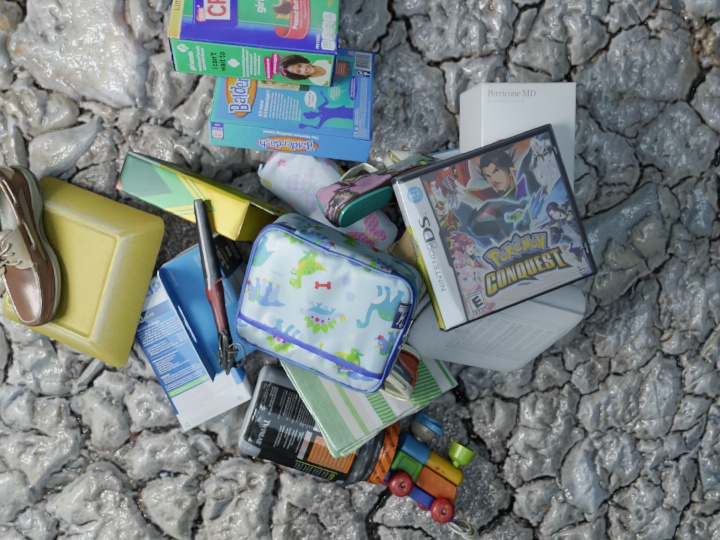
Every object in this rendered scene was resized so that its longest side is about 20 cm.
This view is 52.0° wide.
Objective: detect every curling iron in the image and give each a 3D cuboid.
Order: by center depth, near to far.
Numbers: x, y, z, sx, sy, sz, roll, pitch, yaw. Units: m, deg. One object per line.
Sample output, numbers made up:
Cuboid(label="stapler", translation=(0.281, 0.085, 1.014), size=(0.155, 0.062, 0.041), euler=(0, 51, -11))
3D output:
Cuboid(label="curling iron", translation=(-0.161, 0.017, 0.836), size=(0.025, 0.049, 0.203), euler=(-9, 84, -31))

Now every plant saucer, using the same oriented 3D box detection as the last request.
Cuboid(label="plant saucer", translation=(-0.367, 0.000, 0.939), size=(0.198, 0.048, 0.203), euler=(20, 96, 16))

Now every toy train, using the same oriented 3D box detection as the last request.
Cuboid(label="toy train", translation=(0.128, 0.297, 1.045), size=(0.199, 0.085, 0.117), euler=(34, 80, -8))

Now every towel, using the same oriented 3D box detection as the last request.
Cuboid(label="towel", translation=(0.013, 0.135, 0.970), size=(0.198, 0.023, 0.154), euler=(-24, 71, -26))

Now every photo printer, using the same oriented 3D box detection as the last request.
Cuboid(label="photo printer", translation=(0.165, 0.058, 0.951), size=(0.198, 0.070, 0.167), euler=(13, 137, -29))

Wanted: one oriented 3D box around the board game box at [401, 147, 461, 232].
Cuboid(label="board game box", translation=(0.135, -0.066, 1.012), size=(0.151, 0.040, 0.203), euler=(-11, 98, -3))

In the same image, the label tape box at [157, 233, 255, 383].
Cuboid(label="label tape box", translation=(-0.174, 0.036, 0.917), size=(0.065, 0.200, 0.145), euler=(-25, 99, 2))

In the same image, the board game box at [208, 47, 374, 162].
Cuboid(label="board game box", translation=(-0.083, -0.219, 0.931), size=(0.197, 0.045, 0.154), euler=(6, 60, -6))

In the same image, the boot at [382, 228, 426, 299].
Cuboid(label="boot", translation=(0.000, 0.000, 0.908), size=(0.153, 0.073, 0.201), euler=(11, 138, -12))

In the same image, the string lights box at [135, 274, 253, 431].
Cuboid(label="string lights box", translation=(-0.233, 0.099, 0.992), size=(0.102, 0.059, 0.202), euler=(-25, 99, -1))

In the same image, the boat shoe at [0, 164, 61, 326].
Cuboid(label="boat shoe", translation=(-0.422, -0.029, 0.892), size=(0.075, 0.072, 0.203), euler=(-17, 86, 16))

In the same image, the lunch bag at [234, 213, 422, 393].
Cuboid(label="lunch bag", translation=(-0.038, 0.041, 0.845), size=(0.198, 0.083, 0.162), euler=(24, 110, 5))

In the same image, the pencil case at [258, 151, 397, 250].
Cuboid(label="pencil case", translation=(-0.041, -0.087, 0.974), size=(0.091, 0.083, 0.200), euler=(-40, 100, 22))

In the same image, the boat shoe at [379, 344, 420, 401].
Cuboid(label="boat shoe", translation=(-0.019, 0.106, 0.926), size=(0.198, 0.071, 0.063), euler=(21, 60, -9))

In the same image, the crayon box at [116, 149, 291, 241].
Cuboid(label="crayon box", translation=(-0.182, -0.083, 0.912), size=(0.198, 0.127, 0.051), euler=(23, 95, 11))

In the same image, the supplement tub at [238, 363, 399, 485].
Cuboid(label="supplement tub", translation=(-0.055, 0.211, 0.991), size=(0.198, 0.123, 0.124), euler=(20, 95, -7))

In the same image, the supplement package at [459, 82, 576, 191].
Cuboid(label="supplement package", translation=(0.193, -0.127, 0.928), size=(0.119, 0.120, 0.203), euler=(-2, 97, -5))

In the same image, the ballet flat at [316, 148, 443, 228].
Cuboid(label="ballet flat", translation=(0.031, -0.114, 0.931), size=(0.198, 0.070, 0.071), euler=(-23, 59, -27))

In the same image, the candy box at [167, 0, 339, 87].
Cuboid(label="candy box", translation=(-0.125, -0.322, 0.905), size=(0.197, 0.077, 0.171), euler=(3, 68, -5))

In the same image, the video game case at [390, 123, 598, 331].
Cuboid(label="video game case", translation=(0.154, -0.050, 0.843), size=(0.198, 0.025, 0.183), euler=(-20, 93, -9))
